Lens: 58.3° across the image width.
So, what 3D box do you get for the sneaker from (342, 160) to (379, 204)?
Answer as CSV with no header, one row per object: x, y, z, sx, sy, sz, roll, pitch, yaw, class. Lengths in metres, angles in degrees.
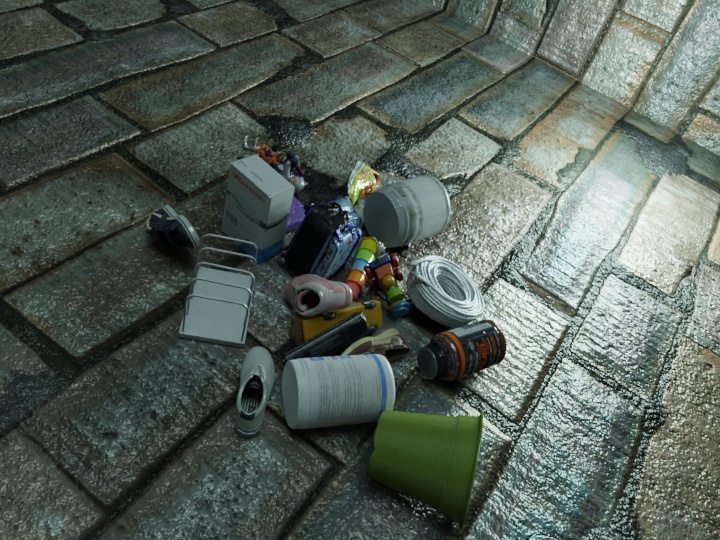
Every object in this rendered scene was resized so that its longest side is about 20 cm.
0.006,-0.241,1.820,0.089,0.079,0.201,22,41,0,sneaker

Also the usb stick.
-0.071,0.152,1.340,0.198,0.056,0.033,-29,22,-14,usb stick

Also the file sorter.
-0.294,0.036,1.369,0.136,0.126,0.202,11,41,-11,file sorter

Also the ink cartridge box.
-0.245,-0.145,1.523,0.145,0.202,0.083,40,45,22,ink cartridge box

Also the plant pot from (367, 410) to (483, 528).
0.115,0.338,1.179,0.186,0.203,0.201,13,40,10,plant pot

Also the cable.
0.204,0.052,1.561,0.201,0.070,0.199,49,34,15,cable

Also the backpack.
-0.071,-0.080,1.551,0.134,0.184,0.199,41,33,12,backpack

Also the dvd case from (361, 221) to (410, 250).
0.098,-0.145,1.798,0.140,0.018,0.201,25,42,6,dvd case

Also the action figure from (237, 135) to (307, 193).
-0.226,-0.279,1.741,0.192,0.200,0.105,39,86,0,action figure

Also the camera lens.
0.125,-0.155,1.684,0.198,0.162,0.160,-20,54,-35,camera lens

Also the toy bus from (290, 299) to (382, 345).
-0.048,0.114,1.411,0.197,0.067,0.078,-13,12,-32,toy bus

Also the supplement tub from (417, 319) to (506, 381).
0.222,0.181,1.431,0.197,0.108,0.108,-13,50,-31,supplement tub

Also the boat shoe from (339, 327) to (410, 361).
0.028,0.187,1.378,0.198,0.073,0.072,-17,51,-42,boat shoe

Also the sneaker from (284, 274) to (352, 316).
-0.120,0.052,1.386,0.198,0.077,0.103,4,8,44,sneaker

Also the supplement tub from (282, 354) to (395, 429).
-0.043,0.233,1.252,0.196,0.133,0.133,1,44,-22,supplement tub

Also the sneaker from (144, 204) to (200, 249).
-0.428,-0.085,1.460,0.079,0.079,0.199,-35,34,-20,sneaker

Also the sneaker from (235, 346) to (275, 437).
-0.200,0.220,1.249,0.071,0.072,0.202,9,42,-11,sneaker

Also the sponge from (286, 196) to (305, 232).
-0.224,-0.177,1.697,0.111,0.030,0.200,-25,58,-40,sponge

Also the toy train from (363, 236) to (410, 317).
0.063,0.021,1.481,0.083,0.201,0.117,-24,60,-1,toy train

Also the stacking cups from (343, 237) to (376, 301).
0.000,0.000,1.570,0.059,0.061,0.201,20,41,1,stacking cups
